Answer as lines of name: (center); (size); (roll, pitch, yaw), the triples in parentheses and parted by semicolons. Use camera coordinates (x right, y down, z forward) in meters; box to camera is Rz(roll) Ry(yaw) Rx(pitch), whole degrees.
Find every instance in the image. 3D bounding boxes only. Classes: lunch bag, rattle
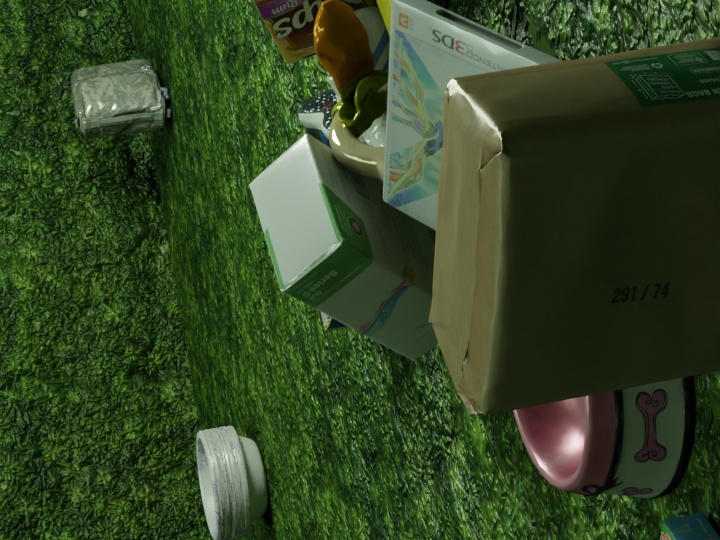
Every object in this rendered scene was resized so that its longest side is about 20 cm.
lunch bag: (-0.507, -0.351, 3.296); (0.168, 0.199, 0.140); (-114, 18, -56)
rattle: (0.041, -0.144, 1.417); (0.200, 0.130, 0.143); (-118, 24, -49)

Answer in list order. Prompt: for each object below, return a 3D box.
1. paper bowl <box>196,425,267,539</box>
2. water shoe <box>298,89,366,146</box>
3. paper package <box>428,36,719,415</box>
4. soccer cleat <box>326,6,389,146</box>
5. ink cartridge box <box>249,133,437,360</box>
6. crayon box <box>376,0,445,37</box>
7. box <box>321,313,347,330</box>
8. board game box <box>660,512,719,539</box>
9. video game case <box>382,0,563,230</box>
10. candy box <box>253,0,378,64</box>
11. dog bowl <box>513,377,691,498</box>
paper bowl: (-0.230, 0.380, 2.814); (0.201, 0.104, 0.202); (171, 90, -76)
water shoe: (-0.007, -0.156, 1.762); (0.079, 0.071, 0.200); (57, 173, -22)
paper package: (0.149, -0.028, 0.919); (0.104, 0.199, 0.191); (-116, 22, -51)
soccer cleat: (0.010, -0.169, 1.606); (0.070, 0.086, 0.201); (174, 88, -76)
ink cartridge box: (0.002, -0.019, 1.500); (0.087, 0.200, 0.146); (-40, 47, 23)
crayon box: (0.034, -0.334, 1.491); (0.127, 0.051, 0.201); (102, 154, -56)
box: (0.000, 0.000, 1.774); (0.200, 0.070, 0.065); (113, 146, -64)
board game box: (0.242, 0.293, 1.072); (0.151, 0.036, 0.201); (-119, 24, -53)
video game case: (0.091, -0.109, 1.294); (0.182, 0.022, 0.201); (31, 134, 35)
candy box: (-0.055, -0.302, 1.596); (0.200, 0.116, 0.057); (59, -167, -62)
dog bowl: (0.168, 0.076, 1.161); (0.200, 0.073, 0.201); (172, 90, -76)
